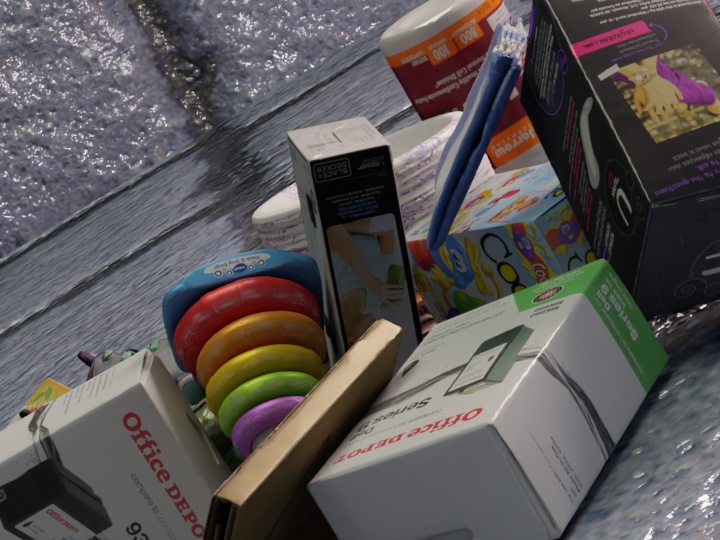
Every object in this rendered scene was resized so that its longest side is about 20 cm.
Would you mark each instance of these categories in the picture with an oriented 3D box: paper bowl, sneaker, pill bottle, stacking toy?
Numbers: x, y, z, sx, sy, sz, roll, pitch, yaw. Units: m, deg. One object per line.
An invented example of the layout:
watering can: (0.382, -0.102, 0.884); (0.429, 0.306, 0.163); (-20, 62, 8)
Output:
paper bowl: (0.019, -0.044, 1.781); (0.200, 0.105, 0.201); (-25, 11, 5)
sneaker: (-0.156, 0.072, 1.602); (0.200, 0.088, 0.074); (-41, 2, -11)
pill bottle: (0.111, -0.142, 1.869); (0.114, 0.200, 0.114); (-30, 12, 7)
stacking toy: (-0.061, 0.094, 1.482); (0.116, 0.110, 0.201); (-14, 54, -6)

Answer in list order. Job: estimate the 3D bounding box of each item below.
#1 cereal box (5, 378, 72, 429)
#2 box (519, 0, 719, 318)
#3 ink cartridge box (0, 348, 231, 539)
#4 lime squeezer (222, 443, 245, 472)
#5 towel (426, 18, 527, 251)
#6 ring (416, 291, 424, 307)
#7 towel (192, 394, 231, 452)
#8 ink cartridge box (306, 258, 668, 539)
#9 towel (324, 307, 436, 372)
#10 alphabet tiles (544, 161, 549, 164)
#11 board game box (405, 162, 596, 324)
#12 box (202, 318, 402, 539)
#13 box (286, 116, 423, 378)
cereal box: (-0.272, 0.185, 1.700); (0.200, 0.040, 0.144); (-52, 30, -12)
box: (0.188, -0.087, 1.378); (0.106, 0.123, 0.201); (-13, 54, -11)
ink cartridge box: (-0.197, 0.171, 1.507); (0.199, 0.145, 0.084); (-30, 13, 6)
lime squeezer: (-0.067, 0.143, 1.595); (0.199, 0.038, 0.071); (-31, 44, -1)
towel: (0.079, -0.100, 1.516); (0.200, 0.024, 0.147); (-69, 2, -75)
ring: (0.050, 0.011, 1.778); (0.200, 0.019, 0.200); (-25, 11, 5)
towel: (-0.136, 0.134, 1.667); (0.148, 0.037, 0.200); (-40, 3, 11)
ink cartridge box: (0.080, 0.092, 1.295); (0.146, 0.084, 0.200); (-23, 15, 35)
towel: (-0.007, 0.070, 1.741); (0.144, 0.023, 0.200); (-32, 12, -6)
alphabet tiles: (0.258, -0.101, 1.640); (0.199, 0.008, 0.167); (0, 19, 36)
board game box: (0.130, -0.010, 1.532); (0.105, 0.103, 0.200); (-36, 12, -25)
box: (-0.043, 0.142, 1.312); (0.200, 0.021, 0.164); (-46, -24, -48)
box: (0.000, 0.000, 1.548); (0.060, 0.201, 0.117); (-12, 14, -7)
